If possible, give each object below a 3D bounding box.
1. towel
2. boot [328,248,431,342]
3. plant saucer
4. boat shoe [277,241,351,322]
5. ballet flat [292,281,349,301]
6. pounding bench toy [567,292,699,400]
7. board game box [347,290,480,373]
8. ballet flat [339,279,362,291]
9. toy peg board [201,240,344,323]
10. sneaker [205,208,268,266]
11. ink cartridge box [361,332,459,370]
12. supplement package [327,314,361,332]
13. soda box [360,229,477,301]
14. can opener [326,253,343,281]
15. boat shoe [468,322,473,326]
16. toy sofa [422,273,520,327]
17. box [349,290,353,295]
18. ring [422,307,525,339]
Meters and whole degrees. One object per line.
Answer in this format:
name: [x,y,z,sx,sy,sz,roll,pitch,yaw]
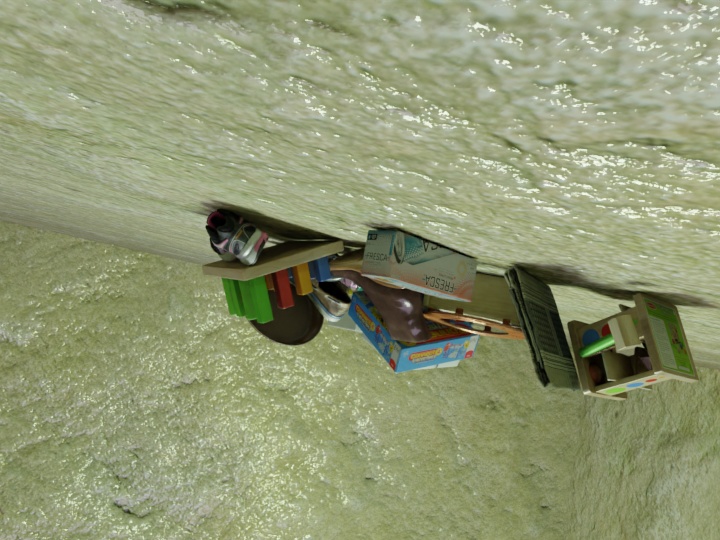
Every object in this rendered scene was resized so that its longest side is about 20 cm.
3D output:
towel: [0.293,0.099,0.955,0.034,0.197,0.198,-22,156,28]
boot: [0.030,0.049,1.059,0.197,0.170,0.072,0,-156,46]
plant saucer: [-0.162,0.064,1.187,0.197,0.204,0.032,15,140,-32]
boat shoe: [-0.092,0.009,1.212,0.200,0.072,0.072,45,130,-4]
ballet flat: [-0.121,0.037,1.282,0.194,0.066,0.071,8,136,-1]
pounding bench toy: [0.411,0.126,0.957,0.197,0.127,0.155,15,148,-36]
board game box: [0.105,0.108,1.194,0.196,0.057,0.196,-6,-147,-32]
ballet flat: [-0.014,0.006,1.260,0.070,0.070,0.200,31,-177,5]
toy peg board: [-0.152,0.017,1.062,0.196,0.100,0.198,-18,-168,-33]
sneaker: [-0.222,-0.069,0.991,0.086,0.081,0.199,40,163,-26]
ink cartridge box: [0.124,0.148,1.329,0.197,0.086,0.144,4,-158,-42]
supplement package: [0.036,0.103,1.678,0.197,0.156,0.149,15,173,-34]
soda box: [0.093,-0.004,0.889,0.197,0.070,0.063,16,173,-43]
can opener: [0.000,0.000,1.146,0.195,0.069,0.053,12,176,1]
boat shoe: [0.217,0.072,1.299,0.069,0.093,0.199,8,173,30]
toy sofa: [0.217,0.049,1.100,0.195,0.085,0.098,10,173,12]
box: [0.032,0.035,1.427,0.195,0.072,0.064,10,177,24]
ring: [0.204,0.093,1.060,0.195,0.020,0.201,14,170,2]
